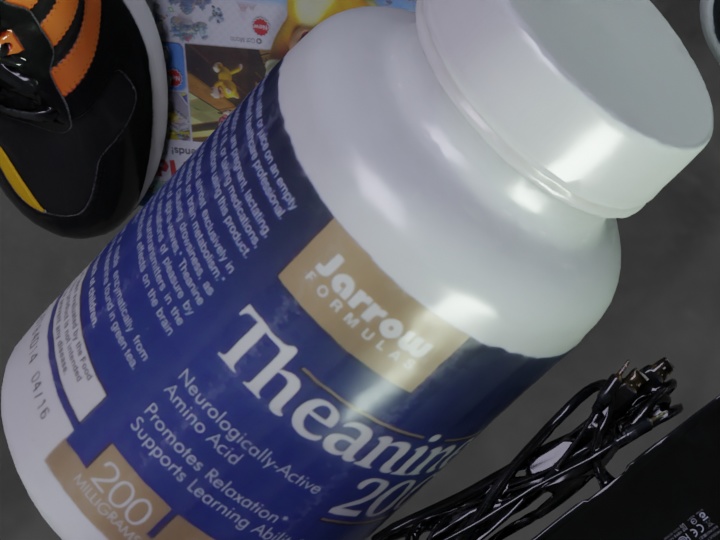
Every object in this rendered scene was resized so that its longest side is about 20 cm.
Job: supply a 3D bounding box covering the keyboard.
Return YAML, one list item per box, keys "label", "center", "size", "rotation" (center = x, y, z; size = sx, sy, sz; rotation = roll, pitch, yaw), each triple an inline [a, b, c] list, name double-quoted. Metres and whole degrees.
- label: "keyboard"
  center: [0.086, 0.076, 0.851]
  size: [0.200, 0.040, 0.104]
  rotation: [-38, 94, 11]

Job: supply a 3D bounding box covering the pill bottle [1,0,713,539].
- label: "pill bottle"
  center: [0.000, 0.000, 0.819]
  size: [0.200, 0.111, 0.111]
  rotation: [-45, 69, 28]

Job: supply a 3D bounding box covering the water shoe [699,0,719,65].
- label: "water shoe"
  center: [0.175, -0.044, 0.800]
  size: [0.200, 0.079, 0.072]
  rotation: [32, 94, 22]

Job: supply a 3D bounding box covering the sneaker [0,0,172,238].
- label: "sneaker"
  center: [-0.111, -0.085, 0.846]
  size: [0.070, 0.090, 0.201]
  rotation: [9, 125, 24]

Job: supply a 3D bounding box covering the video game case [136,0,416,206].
- label: "video game case"
  center: [-0.005, -0.102, 0.862]
  size: [0.142, 0.018, 0.201]
  rotation: [12, 115, 22]
